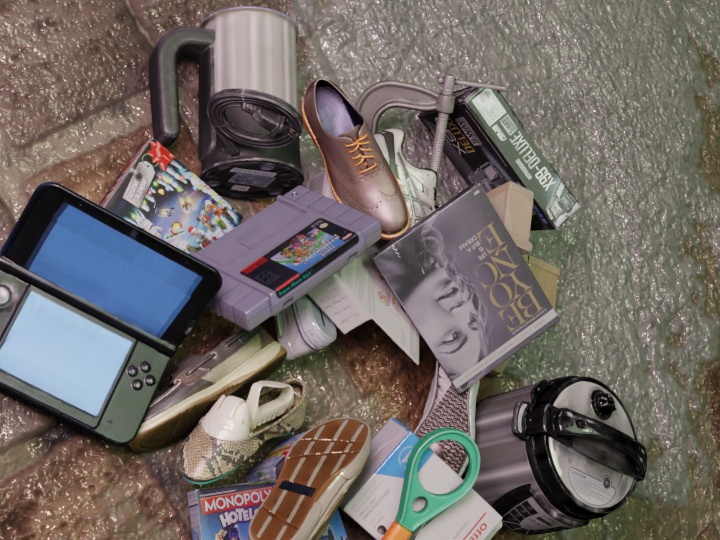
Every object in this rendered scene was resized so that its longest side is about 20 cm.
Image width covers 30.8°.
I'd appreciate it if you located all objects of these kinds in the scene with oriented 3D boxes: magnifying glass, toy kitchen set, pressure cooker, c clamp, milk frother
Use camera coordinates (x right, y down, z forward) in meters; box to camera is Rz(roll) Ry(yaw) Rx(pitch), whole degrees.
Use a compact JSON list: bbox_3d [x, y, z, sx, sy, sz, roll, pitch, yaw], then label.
[{"bbox_3d":[0.059,0.260,1.419,0.080,0.022,0.200,36,87,-19],"label":"magnifying glass"},{"bbox_3d":[0.195,0.025,1.613,0.200,0.180,0.164,22,63,-27],"label":"toy kitchen set"},{"bbox_3d":[0.234,0.216,1.566,0.176,0.200,0.179,-23,91,-42],"label":"pressure cooker"},{"bbox_3d":[0.069,-0.146,1.573,0.170,0.027,0.201,14,106,-2],"label":"c clamp"},{"bbox_3d":[-0.116,-0.202,1.422,0.180,0.200,0.189,14,66,-43],"label":"milk frother"}]

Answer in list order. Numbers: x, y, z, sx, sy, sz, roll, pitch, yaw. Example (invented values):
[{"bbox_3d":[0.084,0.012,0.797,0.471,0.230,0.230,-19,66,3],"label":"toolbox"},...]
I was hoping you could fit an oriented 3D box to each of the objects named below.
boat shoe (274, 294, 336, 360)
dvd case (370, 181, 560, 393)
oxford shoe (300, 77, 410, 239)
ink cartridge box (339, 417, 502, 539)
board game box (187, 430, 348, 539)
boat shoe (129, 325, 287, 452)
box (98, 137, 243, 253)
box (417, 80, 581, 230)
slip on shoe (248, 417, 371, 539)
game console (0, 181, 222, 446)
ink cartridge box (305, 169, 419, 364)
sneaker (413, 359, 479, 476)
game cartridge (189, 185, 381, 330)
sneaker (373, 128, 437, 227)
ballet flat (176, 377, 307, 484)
[{"bbox_3d":[-0.080,0.009,1.468,0.074,0.067,0.200,41,29,-41],"label":"boat shoe"},{"bbox_3d":[0.123,0.022,1.492,0.149,0.016,0.200,-35,111,-6],"label":"dvd case"},{"bbox_3d":[-0.007,-0.125,1.463,0.071,0.073,0.200,-32,83,-10],"label":"oxford shoe"},{"bbox_3d":[0.075,0.277,1.474,0.200,0.068,0.116,44,83,-19],"label":"ink cartridge box"},{"bbox_3d":[-0.095,0.274,1.370,0.200,0.062,0.200,2,72,-38],"label":"board game box"},{"bbox_3d":[-0.169,0.119,1.366,0.200,0.073,0.065,-29,70,-34],"label":"boat shoe"},{"bbox_3d":[-0.223,-0.024,1.383,0.137,0.040,0.200,41,54,-20],"label":"box"},{"bbox_3d":[0.174,-0.142,1.669,0.050,0.158,0.200,-41,103,-15],"label":"box"},{"bbox_3d":[-0.049,0.232,1.346,0.200,0.076,0.061,-56,150,-45],"label":"slip on shoe"},{"bbox_3d":[-0.262,0.045,1.247,0.200,0.118,0.171,29,63,-14],"label":"game console"},{"bbox_3d":[0.000,0.000,1.501,0.176,0.045,0.200,48,25,-27],"label":"ink cartridge box"},{"bbox_3d":[0.109,0.179,1.566,0.073,0.085,0.201,15,81,11],"label":"sneaker"},{"bbox_3d":[-0.087,-0.018,1.372,0.200,0.129,0.038,-36,131,-34],"label":"game cartridge"},{"bbox_3d":[0.067,-0.076,1.538,0.088,0.076,0.200,-35,99,-13],"label":"sneaker"},{"bbox_3d":[-0.119,0.153,1.359,0.200,0.068,0.075,-22,134,-57],"label":"ballet flat"}]
